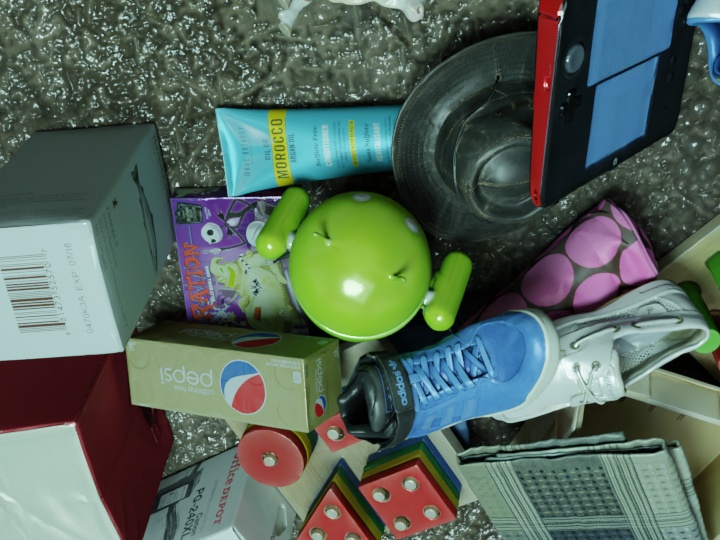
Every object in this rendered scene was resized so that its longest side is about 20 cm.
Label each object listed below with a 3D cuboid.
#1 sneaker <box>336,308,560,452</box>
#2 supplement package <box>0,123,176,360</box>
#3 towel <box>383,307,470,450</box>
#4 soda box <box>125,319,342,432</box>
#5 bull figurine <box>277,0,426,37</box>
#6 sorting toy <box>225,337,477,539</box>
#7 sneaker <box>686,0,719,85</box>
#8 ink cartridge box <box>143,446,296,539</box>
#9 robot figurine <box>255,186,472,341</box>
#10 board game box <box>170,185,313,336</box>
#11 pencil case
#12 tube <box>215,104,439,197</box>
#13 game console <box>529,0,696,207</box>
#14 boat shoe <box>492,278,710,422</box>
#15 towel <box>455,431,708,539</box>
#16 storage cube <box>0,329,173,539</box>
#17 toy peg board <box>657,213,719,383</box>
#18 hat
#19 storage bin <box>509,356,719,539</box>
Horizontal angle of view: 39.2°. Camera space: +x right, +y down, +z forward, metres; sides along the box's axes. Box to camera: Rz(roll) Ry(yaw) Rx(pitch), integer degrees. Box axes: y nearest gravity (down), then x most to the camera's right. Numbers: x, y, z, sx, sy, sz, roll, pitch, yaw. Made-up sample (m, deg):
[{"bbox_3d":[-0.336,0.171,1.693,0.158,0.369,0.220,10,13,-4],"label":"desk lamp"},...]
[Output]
[{"bbox_3d":[0.060,0.090,0.807,0.110,0.078,0.199,-3,161,-40],"label":"sneaker"},{"bbox_3d":[-0.237,-0.030,0.840,0.116,0.201,0.118,-5,119,6],"label":"supplement package"},{"bbox_3d":[0.054,0.127,0.997,0.110,0.049,0.202,-1,120,5],"label":"towel"},{"bbox_3d":[-0.116,0.092,0.913,0.198,0.064,0.069,4,105,28],"label":"soda box"},{"bbox_3d":[-0.033,-0.258,0.771,0.121,0.065,0.201,-41,105,-13],"label":"bull figurine"},{"bbox_3d":[-0.015,0.186,0.973,0.197,0.070,0.201,-26,109,27],"label":"sorting toy"},{"bbox_3d":[0.324,-0.151,0.801,0.082,0.074,0.201,-39,105,-12],"label":"sneaker"},{"bbox_3d":[-0.173,0.275,1.036,0.198,0.146,0.084,-27,112,17],"label":"ink cartridge box"},{"bbox_3d":[0.000,0.000,0.841,0.174,0.200,0.117,24,85,3],"label":"robot figurine"},{"bbox_3d":[-0.108,0.017,0.959,0.118,0.032,0.202,1,119,8],"label":"board game box"},{"bbox_3d":[0.176,0.034,0.898,0.200,0.091,0.094,-43,97,9],"label":"pencil case"},{"bbox_3d":[-0.025,-0.110,0.875,0.197,0.050,0.079,-4,100,10],"label":"tube"},{"bbox_3d":[0.196,-0.157,0.760,0.031,0.199,0.179,23,128,39],"label":"game console"},{"bbox_3d":[0.196,0.076,0.840,0.198,0.069,0.071,-28,126,-2],"label":"boat shoe"},{"bbox_3d":[0.205,0.207,0.910,0.190,0.035,0.201,-8,136,26],"label":"towel"},{"bbox_3d":[-0.300,0.168,0.966,0.197,0.180,0.173,-9,118,7],"label":"storage cube"},{"bbox_3d":[0.386,0.038,0.900,0.199,0.098,0.200,41,114,-18],"label":"toy peg board"},{"bbox_3d":[0.129,-0.094,0.818,0.198,0.081,0.203,-10,121,-17],"label":"hat"},{"bbox_3d":[0.261,0.184,0.956,0.198,0.094,0.199,17,138,-4],"label":"storage bin"}]
